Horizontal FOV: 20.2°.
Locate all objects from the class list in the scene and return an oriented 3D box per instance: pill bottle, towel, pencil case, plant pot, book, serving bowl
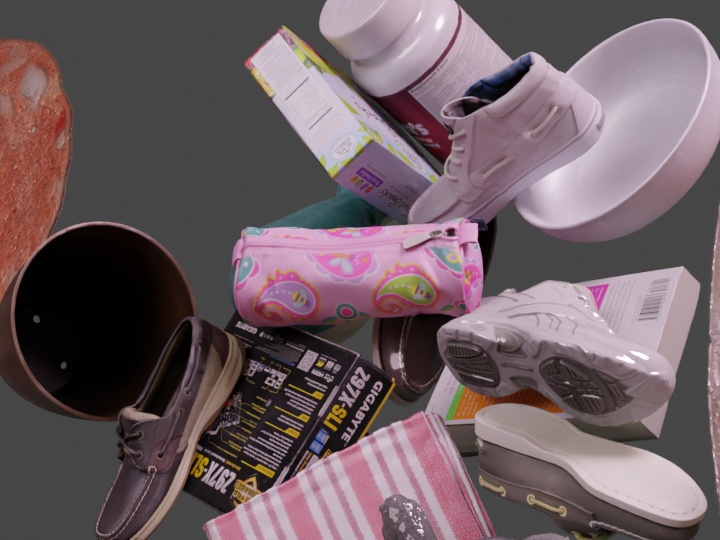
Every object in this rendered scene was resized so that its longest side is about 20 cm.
[{"bbox_3d":[0.062,-0.174,1.745,0.109,0.200,0.110,-32,35,26],"label":"pill bottle"},{"bbox_3d":[-0.002,0.208,1.482,0.199,0.030,0.147,-27,70,6],"label":"towel"},{"bbox_3d":[0.000,0.000,1.603,0.199,0.088,0.088,-3,47,12],"label":"pencil case"},{"bbox_3d":[-0.281,0.065,1.967,0.200,0.187,0.188,-22,39,60],"label":"plant pot"},{"bbox_3d":[0.151,0.068,1.530,0.199,0.048,0.134,-9,48,44],"label":"book"},{"bbox_3d":[0.214,-0.100,1.603,0.200,0.066,0.201,-35,34,28],"label":"serving bowl"}]

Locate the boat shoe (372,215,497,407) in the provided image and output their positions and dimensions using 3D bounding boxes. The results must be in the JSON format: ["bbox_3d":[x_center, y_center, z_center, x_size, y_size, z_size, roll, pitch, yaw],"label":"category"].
[{"bbox_3d":[0.065,0.022,1.662,0.059,0.072,0.201,-22,35,41],"label":"boat shoe"}]

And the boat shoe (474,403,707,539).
[{"bbox_3d":[0.158,0.152,1.416,0.201,0.072,0.061,23,117,44],"label":"boat shoe"}]

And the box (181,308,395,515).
[{"bbox_3d":[-0.078,0.122,1.621,0.200,0.049,0.160,18,75,57],"label":"box"}]

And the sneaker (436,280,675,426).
[{"bbox_3d":[0.151,0.046,1.457,0.199,0.078,0.099,14,48,42],"label":"sneaker"}]

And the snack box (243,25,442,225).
[{"bbox_3d":[-0.002,-0.112,1.721,0.053,0.200,0.142,-42,63,10],"label":"snack box"}]

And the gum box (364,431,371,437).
[{"bbox_3d":[-0.077,0.143,1.709,0.114,0.066,0.200,-52,32,-3],"label":"gum box"}]

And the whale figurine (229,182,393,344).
[{"bbox_3d":[-0.035,-0.022,1.788,0.159,0.104,0.200,13,53,35],"label":"whale figurine"}]

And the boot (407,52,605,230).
[{"bbox_3d":[0.091,-0.099,1.611,0.200,0.095,0.074,-36,33,26],"label":"boot"}]

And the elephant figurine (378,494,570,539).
[{"bbox_3d":[0.102,0.232,1.323,0.142,0.155,0.201,-46,33,50],"label":"elephant figurine"}]

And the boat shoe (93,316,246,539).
[{"bbox_3d":[-0.166,0.129,1.620,0.073,0.065,0.201,6,64,52],"label":"boat shoe"}]
